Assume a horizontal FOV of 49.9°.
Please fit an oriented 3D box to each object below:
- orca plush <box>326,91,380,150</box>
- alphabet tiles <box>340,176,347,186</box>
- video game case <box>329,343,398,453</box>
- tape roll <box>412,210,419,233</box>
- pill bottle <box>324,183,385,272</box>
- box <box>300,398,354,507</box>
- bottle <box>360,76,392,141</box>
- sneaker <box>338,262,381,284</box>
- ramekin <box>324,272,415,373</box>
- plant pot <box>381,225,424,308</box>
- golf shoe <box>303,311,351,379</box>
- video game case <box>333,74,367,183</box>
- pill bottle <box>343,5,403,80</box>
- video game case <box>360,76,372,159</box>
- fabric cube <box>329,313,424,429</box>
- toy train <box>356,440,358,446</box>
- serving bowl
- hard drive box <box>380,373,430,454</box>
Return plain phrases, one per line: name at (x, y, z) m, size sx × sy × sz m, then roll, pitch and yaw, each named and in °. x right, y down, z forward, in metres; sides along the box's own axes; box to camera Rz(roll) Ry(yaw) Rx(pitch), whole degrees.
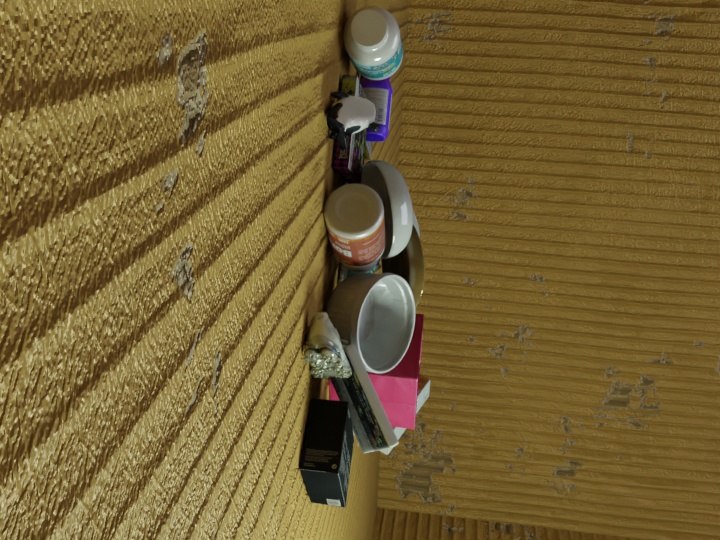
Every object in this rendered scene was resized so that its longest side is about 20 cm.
orca plush at (-0.025, -0.253, 1.384) m, size 0.071 × 0.105 × 0.201 m, roll -52°, pitch -165°, yaw 29°
alphabet tiles at (-0.028, -0.203, 1.707) m, size 0.200 × 0.006 × 0.168 m, roll 75°, pitch 20°, yaw -73°
video game case at (-0.003, 0.252, 1.493) m, size 0.201 × 0.023 × 0.182 m, roll 65°, pitch -21°, yaw 8°
tape roll at (0.062, -0.145, 1.813) m, size 0.201 × 0.066 × 0.200 m, roll 59°, pitch -10°, yaw 17°
pill bottle at (-0.007, -0.073, 1.492) m, size 0.200 × 0.111 × 0.113 m, roll 82°, pitch 14°, yaw -66°
box at (-0.060, 0.353, 1.490) m, size 0.201 × 0.078 × 0.142 m, roll 86°, pitch 13°, yaw -56°
bottle at (0.031, -0.395, 1.748) m, size 0.065 × 0.083 × 0.202 m, roll 60°, pitch 35°, yaw -79°
sneaker at (0.000, 0.000, 1.732) m, size 0.078 × 0.090 × 0.202 m, roll 36°, pitch 59°, yaw -82°
ramekin at (0.014, 0.099, 1.563) m, size 0.199 × 0.104 × 0.202 m, roll -15°, pitch 109°, yaw -51°
plant pot at (0.085, -0.012, 1.661) m, size 0.200 × 0.027 × 0.202 m, roll 175°, pitch -90°, yaw -70°
golf shoe at (-0.056, 0.139, 1.397) m, size 0.200 × 0.078 × 0.098 m, roll 85°, pitch 5°, yaw -67°
video game case at (-0.016, -0.279, 1.569) m, size 0.200 × 0.035 × 0.183 m, roll 26°, pitch 69°, yaw -82°
pill bottle at (0.025, -0.446, 1.510) m, size 0.200 × 0.110 × 0.112 m, roll -14°, pitch 109°, yaw -83°
video game case at (0.016, -0.392, 1.892) m, size 0.181 × 0.025 × 0.202 m, roll 58°, pitch 37°, yaw -80°
fabric cube at (0.039, 0.222, 1.783) m, size 0.197 × 0.197 × 0.201 m, roll -78°, pitch 171°, yaw -45°
toy train at (-0.011, 0.350, 2.033) m, size 0.116 × 0.084 × 0.202 m, roll 165°, pitch -70°, yaw -82°
serving bowl at (0.061, -0.128, 1.573) m, size 0.200 × 0.065 × 0.202 m, roll 169°, pitch -90°, yaw -75°
hard drive box at (0.055, 0.322, 1.890) m, size 0.200 × 0.155 × 0.077 m, roll -49°, pitch 153°, yaw -33°
